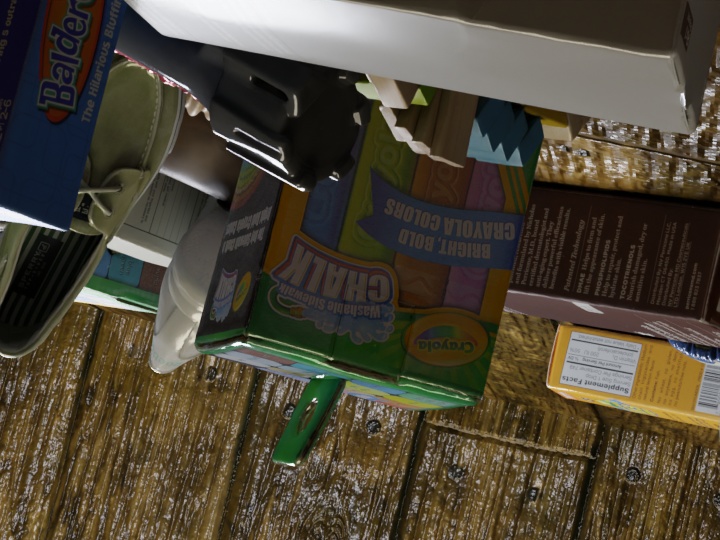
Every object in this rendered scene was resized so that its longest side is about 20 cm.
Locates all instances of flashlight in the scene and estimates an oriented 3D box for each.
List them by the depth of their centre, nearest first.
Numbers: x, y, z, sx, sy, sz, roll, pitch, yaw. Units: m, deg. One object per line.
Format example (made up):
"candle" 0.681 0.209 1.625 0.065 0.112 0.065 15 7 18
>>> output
"flashlight" -0.082 -0.093 0.894 0.200 0.068 0.068 31 -150 30

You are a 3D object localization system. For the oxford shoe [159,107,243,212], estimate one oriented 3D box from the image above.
"oxford shoe" -0.052 -0.055 1.235 0.199 0.085 0.073 13 138 -25

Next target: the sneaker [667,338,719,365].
"sneaker" 0.280 0.034 1.411 0.088 0.076 0.200 18 173 -36

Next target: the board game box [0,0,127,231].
"board game box" -0.176 -0.101 0.879 0.199 0.153 0.045 6 170 42

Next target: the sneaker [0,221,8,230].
"sneaker" -0.237 -0.082 1.326 0.199 0.112 0.077 19 171 -39

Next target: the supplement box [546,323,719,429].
"supplement box" 0.272 0.099 1.991 0.199 0.069 0.066 12 171 28

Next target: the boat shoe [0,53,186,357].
"boat shoe" -0.143 -0.040 1.153 0.072 0.201 0.062 18 -154 -18

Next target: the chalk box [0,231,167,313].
"chalk box" -0.194 -0.047 1.477 0.199 0.125 0.123 5 169 46

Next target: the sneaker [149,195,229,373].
"sneaker" -0.074 -0.009 1.301 0.075 0.089 0.200 36 -145 4

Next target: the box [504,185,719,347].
"box" 0.152 -0.004 1.364 0.199 0.075 0.100 11 173 37

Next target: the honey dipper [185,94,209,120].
"honey dipper" -0.013 -0.084 1.201 0.199 0.038 0.038 13 174 -14

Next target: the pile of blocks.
"pile of blocks" 0.028 -0.083 0.917 0.062 0.083 0.200 9 172 31

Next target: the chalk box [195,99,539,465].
"chalk box" 0.000 0.000 1.084 0.123 0.201 0.124 15 173 -14

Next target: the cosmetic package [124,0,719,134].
"cosmetic package" 0.019 -0.110 0.720 0.199 0.091 0.107 9 172 11

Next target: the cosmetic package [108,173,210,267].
"cosmetic package" -0.149 -0.071 1.286 0.073 0.104 0.200 11 172 34
